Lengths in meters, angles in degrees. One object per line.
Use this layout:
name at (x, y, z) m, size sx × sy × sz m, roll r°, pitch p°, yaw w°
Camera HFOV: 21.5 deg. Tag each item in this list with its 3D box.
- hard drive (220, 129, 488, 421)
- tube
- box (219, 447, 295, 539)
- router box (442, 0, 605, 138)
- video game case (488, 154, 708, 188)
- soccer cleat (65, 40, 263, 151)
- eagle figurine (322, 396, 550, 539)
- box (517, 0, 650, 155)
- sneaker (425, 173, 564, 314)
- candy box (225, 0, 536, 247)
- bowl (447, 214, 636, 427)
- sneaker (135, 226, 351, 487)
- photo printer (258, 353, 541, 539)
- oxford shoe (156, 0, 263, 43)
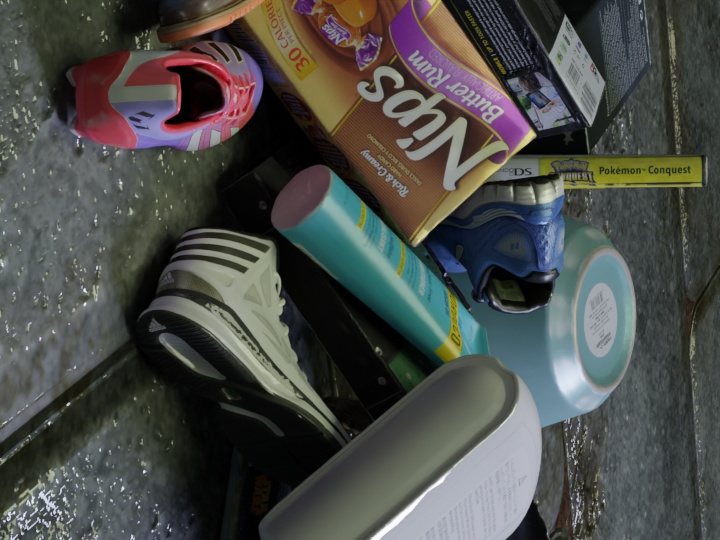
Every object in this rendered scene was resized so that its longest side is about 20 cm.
hard drive at (0.000, 0.000, 1.281) m, size 0.200 × 0.038 × 0.140 m, roll 55°, pitch 32°, yaw -6°
tube at (0.024, 0.011, 1.233) m, size 0.200 × 0.050 × 0.078 m, roll 42°, pitch 33°, yaw -33°
box at (-0.054, 0.225, 1.276) m, size 0.137 × 0.040 × 0.201 m, roll 37°, pitch 58°, yaw -63°
router box at (0.060, -0.172, 1.322) m, size 0.200 × 0.149 × 0.051 m, roll 55°, pitch 41°, yaw -32°
video game case at (0.159, -0.076, 1.468) m, size 0.200 × 0.180 × 0.026 m, roll -123°, pitch -148°, yaw -87°
soccer cleat at (-0.096, -0.102, 1.115) m, size 0.200 × 0.076 × 0.067 m, roll -14°, pitch 104°, yaw -65°
eagle figurine at (0.051, 0.155, 1.414) m, size 0.200 × 0.151 × 0.152 m, roll 48°, pitch 33°, yaw -44°
box at (0.139, -0.179, 1.556) m, size 0.200 × 0.148 × 0.107 m, roll -51°, pitch 137°, yaw -54°
sneaker at (0.090, -0.011, 1.330) m, size 0.200 × 0.078 × 0.089 m, roll 159°, pitch -76°, yaw -76°
candy box at (0.011, -0.128, 1.232) m, size 0.117 × 0.056 × 0.200 m, roll -41°, pitch 110°, yaw -12°
bowl at (0.146, 0.037, 1.487) m, size 0.201 × 0.105 × 0.202 m, roll -2°, pitch 92°, yaw -57°
sneaker at (-0.052, 0.047, 1.195) m, size 0.201 × 0.075 × 0.116 m, roll 50°, pitch 44°, yaw -36°
photo printer at (0.034, 0.150, 1.203) m, size 0.200 × 0.069 × 0.167 m, roll -39°, pitch 150°, yaw -18°
oxford shoe at (-0.088, -0.204, 1.153) m, size 0.200 × 0.071 × 0.073 m, roll -70°, pitch 141°, yaw -52°
